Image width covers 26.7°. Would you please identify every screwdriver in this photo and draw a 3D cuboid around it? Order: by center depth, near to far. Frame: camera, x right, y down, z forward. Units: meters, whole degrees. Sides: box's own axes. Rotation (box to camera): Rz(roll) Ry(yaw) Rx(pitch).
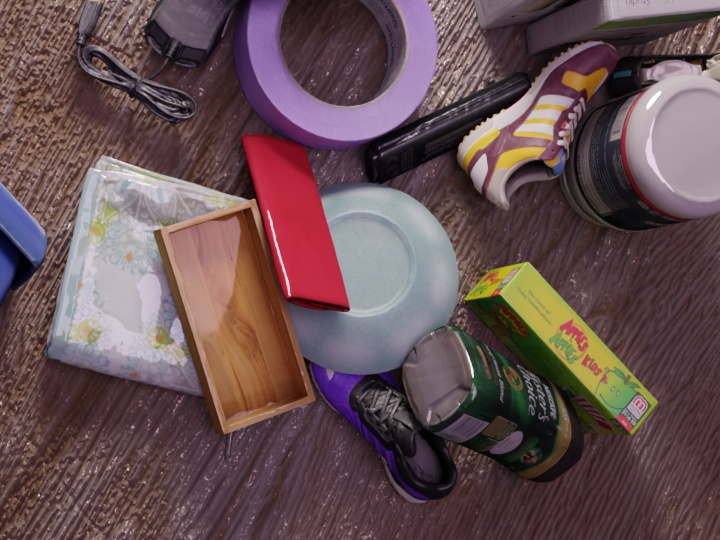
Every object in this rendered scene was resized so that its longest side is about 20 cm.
[{"bbox_3d":[-0.121,0.087,1.496,0.029,0.028,0.203,13,93,20],"label":"screwdriver"}]

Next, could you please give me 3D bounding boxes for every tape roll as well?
[{"bbox_3d":[-0.025,-0.225,1.527,0.197,0.066,0.203,2,85,-18],"label":"tape roll"}]

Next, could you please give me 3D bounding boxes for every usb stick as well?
[{"bbox_3d":[0.093,-0.147,1.566,0.198,0.056,0.033,-27,59,-17],"label":"usb stick"}]

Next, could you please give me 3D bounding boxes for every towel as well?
[{"bbox_3d":[-0.201,0.006,1.465,0.169,0.048,0.203,15,82,-15],"label":"towel"}]

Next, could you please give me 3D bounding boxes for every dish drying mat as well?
[{"bbox_3d":[-0.064,-0.047,1.465,0.076,0.018,0.202,13,47,-37],"label":"dish drying mat"}]

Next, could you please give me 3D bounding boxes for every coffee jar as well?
[{"bbox_3d":[0.135,0.136,1.497,0.085,0.105,0.199,-40,136,22],"label":"coffee jar"}]

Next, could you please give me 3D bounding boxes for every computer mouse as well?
[{"bbox_3d":[-0.195,-0.255,1.491,0.139,0.046,0.202,23,83,-7],"label":"computer mouse"}]

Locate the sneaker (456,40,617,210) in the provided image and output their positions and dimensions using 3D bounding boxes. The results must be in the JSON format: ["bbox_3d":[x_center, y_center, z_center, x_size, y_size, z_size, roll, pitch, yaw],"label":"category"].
[{"bbox_3d":[0.198,-0.145,1.553,0.200,0.075,0.090,-41,59,7],"label":"sneaker"}]

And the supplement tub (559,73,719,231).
[{"bbox_3d":[0.297,-0.115,1.547,0.138,0.200,0.143,1,86,-17],"label":"supplement tub"}]

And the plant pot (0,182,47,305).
[{"bbox_3d":[-0.393,-0.014,1.334,0.200,0.200,0.180,47,69,-8],"label":"plant pot"}]

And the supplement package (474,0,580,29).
[{"bbox_3d":[0.207,-0.348,1.536,0.150,0.200,0.153,-12,89,-17],"label":"supplement package"}]

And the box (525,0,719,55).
[{"bbox_3d":[0.272,-0.258,1.550,0.142,0.200,0.037,-8,92,-18],"label":"box"}]

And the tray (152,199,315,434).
[{"bbox_3d":[-0.120,0.044,1.450,0.098,0.037,0.203,-18,95,-22],"label":"tray"}]

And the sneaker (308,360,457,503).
[{"bbox_3d":[0.032,0.143,1.498,0.069,0.099,0.201,-41,98,-17],"label":"sneaker"}]

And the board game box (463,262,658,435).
[{"bbox_3d":[0.204,0.082,1.557,0.200,0.101,0.048,46,74,-9],"label":"board game box"}]

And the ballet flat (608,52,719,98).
[{"bbox_3d":[0.366,-0.204,1.644,0.197,0.068,0.069,-5,87,-18],"label":"ballet flat"}]

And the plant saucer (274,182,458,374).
[{"bbox_3d":[0.000,0.000,1.497,0.198,0.039,0.204,1,71,-1],"label":"plant saucer"}]
